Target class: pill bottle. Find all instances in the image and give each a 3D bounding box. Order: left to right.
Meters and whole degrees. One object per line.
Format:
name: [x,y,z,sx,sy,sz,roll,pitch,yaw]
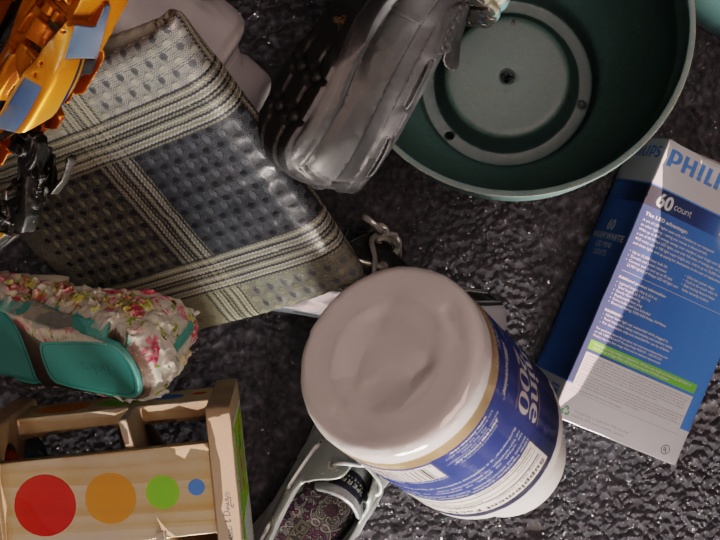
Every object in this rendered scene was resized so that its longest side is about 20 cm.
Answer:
pill bottle: [0.056,0.084,0.761,0.111,0.111,0.200,-53,145,-4]

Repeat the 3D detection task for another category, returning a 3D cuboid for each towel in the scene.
towel: [-0.121,-0.044,0.731,0.193,0.200,0.035,53,38,-30]

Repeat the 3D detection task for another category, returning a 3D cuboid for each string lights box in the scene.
string lights box: [0.202,0.020,0.879,0.103,0.059,0.200,23,90,-16]

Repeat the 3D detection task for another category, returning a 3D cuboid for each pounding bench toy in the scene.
pounding bench toy: [-0.140,0.175,0.737,0.156,0.124,0.200,-6,93,-3]

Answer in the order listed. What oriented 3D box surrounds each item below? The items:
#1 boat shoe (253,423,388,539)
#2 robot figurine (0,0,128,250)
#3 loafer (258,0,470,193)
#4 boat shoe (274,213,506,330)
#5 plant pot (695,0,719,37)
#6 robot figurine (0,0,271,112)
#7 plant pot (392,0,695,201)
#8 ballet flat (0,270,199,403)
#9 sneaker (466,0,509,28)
boat shoe: [-0.013,0.142,0.833,0.070,0.072,0.201,34,87,-15]
robot figurine: [-0.197,-0.105,0.657,0.145,0.058,0.200,46,116,22]
loafer: [0.023,-0.129,0.643,0.070,0.068,0.201,21,108,-38]
boat shoe: [0.000,0.000,0.823,0.199,0.074,0.068,8,84,-1]
plant pot: [0.306,-0.251,0.823,0.200,0.161,0.201,-1,96,-14]
robot figurine: [-0.148,-0.143,0.747,0.200,0.113,0.170,38,121,-14]
plant pot: [0.092,-0.132,0.782,0.200,0.134,0.201,-1,83,5]
ballet flat: [-0.173,0.033,0.751,0.064,0.200,0.076,-42,132,-42]
sneaker: [0.008,-0.217,0.702,0.200,0.078,0.086,33,80,-2]
